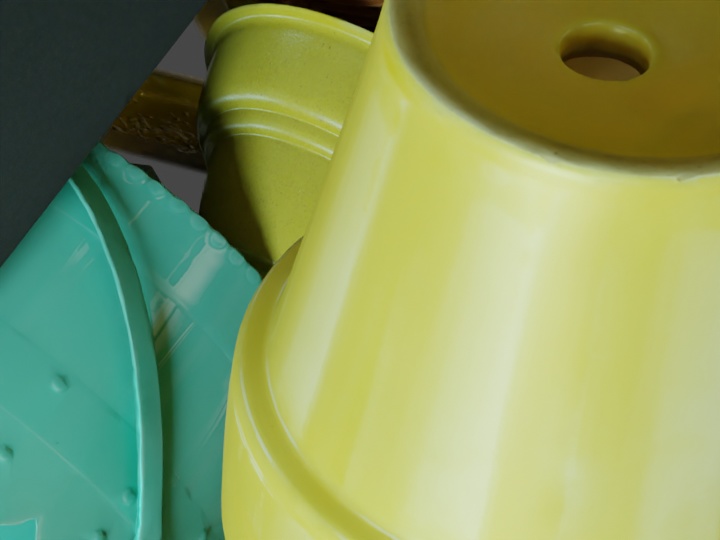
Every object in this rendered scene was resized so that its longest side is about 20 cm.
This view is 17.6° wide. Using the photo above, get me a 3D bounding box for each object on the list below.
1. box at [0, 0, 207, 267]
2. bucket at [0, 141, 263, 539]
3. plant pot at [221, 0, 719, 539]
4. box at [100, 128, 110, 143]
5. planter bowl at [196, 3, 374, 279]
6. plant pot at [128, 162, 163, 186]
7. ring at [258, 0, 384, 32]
[{"bbox_3d":[-0.179,-0.100,0.755,0.198,0.200,0.123,28,161,27],"label":"box"},{"bbox_3d":[-0.123,0.045,0.844,0.207,0.135,0.207,31,157,15],"label":"bucket"},{"bbox_3d":[0.061,0.007,0.671,0.200,0.201,0.190,19,132,16],"label":"plant pot"},{"bbox_3d":[-0.200,-0.104,0.950,0.199,0.113,0.101,31,159,-22],"label":"box"},{"bbox_3d":[0.000,0.000,0.865,0.200,0.084,0.201,32,160,13],"label":"planter bowl"},{"bbox_3d":[-0.107,0.071,1.097,0.200,0.141,0.141,55,172,-10],"label":"plant pot"},{"bbox_3d":[-0.047,-0.137,0.778,0.200,0.019,0.201,33,163,11],"label":"ring"}]
